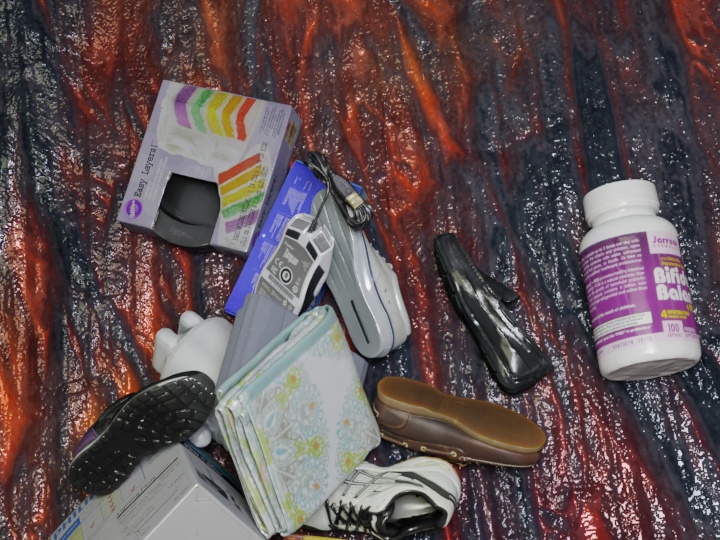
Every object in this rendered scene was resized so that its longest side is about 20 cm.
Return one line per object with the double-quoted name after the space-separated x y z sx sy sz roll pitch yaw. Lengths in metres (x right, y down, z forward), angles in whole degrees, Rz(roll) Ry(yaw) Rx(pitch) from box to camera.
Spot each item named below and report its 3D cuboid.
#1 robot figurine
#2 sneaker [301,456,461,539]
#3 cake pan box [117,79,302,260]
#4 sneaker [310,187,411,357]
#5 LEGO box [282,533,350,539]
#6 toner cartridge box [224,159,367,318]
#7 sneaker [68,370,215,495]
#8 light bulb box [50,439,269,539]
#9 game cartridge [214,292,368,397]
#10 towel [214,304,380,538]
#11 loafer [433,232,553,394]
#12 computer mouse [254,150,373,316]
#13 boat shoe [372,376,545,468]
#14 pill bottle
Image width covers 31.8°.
-0.148 0.133 1.440 0.199 0.114 0.169 37 52 20 "robot figurine"
0.010 0.253 1.373 0.197 0.088 0.077 -13 111 12 "sneaker"
-0.186 -0.120 1.553 0.182 0.052 0.203 14 78 18 "cake pan box"
0.000 0.000 1.456 0.072 0.070 0.203 -19 88 41 "sneaker"
0.012 0.369 1.357 0.197 0.077 0.151 3 76 13 "LEGO box"
-0.075 -0.020 1.503 0.094 0.043 0.202 23 81 16 "toner cartridge box"
-0.236 0.152 1.361 0.199 0.076 0.088 -35 28 20 "sneaker"
-0.217 0.294 1.352 0.198 0.200 0.125 -45 112 -2 "light bulb box"
-0.071 0.126 1.380 0.040 0.199 0.135 0 65 43 "game cartridge"
-0.064 0.156 1.325 0.048 0.200 0.173 -1 116 38 "towel"
0.146 0.042 1.427 0.070 0.068 0.202 -27 76 -5 "loafer"
-0.059 -0.025 1.429 0.109 0.044 0.202 41 116 26 "computer mouse"
0.107 0.179 1.401 0.197 0.070 0.071 18 118 20 "boat shoe"
0.299 0.010 1.375 0.110 0.112 0.203 -10 73 9 "pill bottle"
